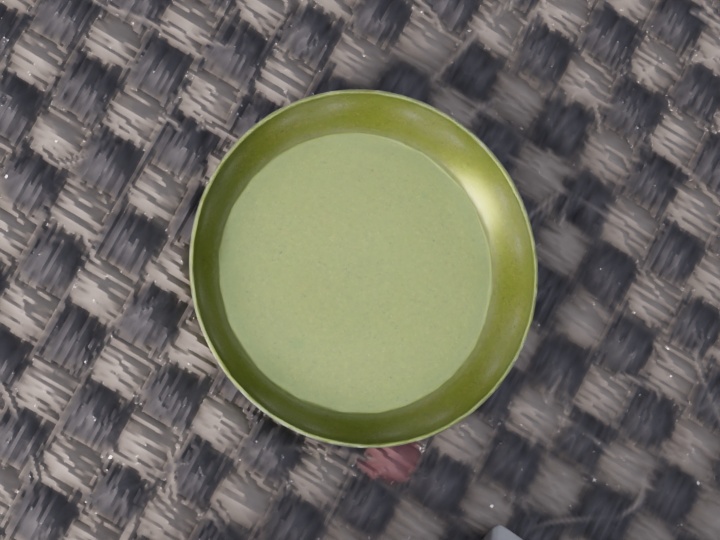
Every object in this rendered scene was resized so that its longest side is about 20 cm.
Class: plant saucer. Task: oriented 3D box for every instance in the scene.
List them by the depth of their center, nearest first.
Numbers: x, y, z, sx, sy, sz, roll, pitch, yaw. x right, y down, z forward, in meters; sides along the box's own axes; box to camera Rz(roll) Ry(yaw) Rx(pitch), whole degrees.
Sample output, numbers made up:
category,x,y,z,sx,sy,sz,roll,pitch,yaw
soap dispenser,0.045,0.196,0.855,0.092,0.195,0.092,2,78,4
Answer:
category,x,y,z,sx,sy,sz,roll,pitch,yaw
plant saucer,0.000,0.000,1.319,0.199,0.031,0.201,2,81,-15

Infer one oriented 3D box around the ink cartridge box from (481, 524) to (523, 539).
category,x,y,z,sx,sy,sz,roll,pitch,yaw
ink cartridge box,0.127,0.233,1.237,0.173,0.200,0.044,36,107,-7
